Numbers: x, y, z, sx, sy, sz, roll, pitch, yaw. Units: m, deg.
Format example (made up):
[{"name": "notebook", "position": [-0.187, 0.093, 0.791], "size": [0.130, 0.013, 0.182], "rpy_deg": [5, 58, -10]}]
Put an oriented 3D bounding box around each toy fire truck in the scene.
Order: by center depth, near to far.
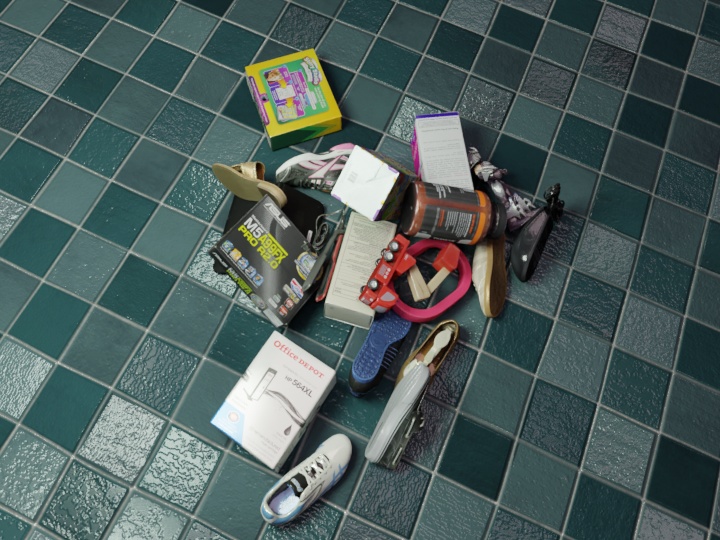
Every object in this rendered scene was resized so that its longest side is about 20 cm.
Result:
[{"name": "toy fire truck", "position": [0.095, 0.010, 1.157], "size": [0.140, 0.049, 0.202], "rpy_deg": [34, 63, -8]}]

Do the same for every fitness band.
[{"name": "fitness band", "position": [0.135, 0.018, 1.219], "size": [0.198, 0.038, 0.145], "rpy_deg": [-33, 80, -26]}]

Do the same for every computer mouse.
[{"name": "computer mouse", "position": [0.357, -0.073, 1.252], "size": [0.052, 0.138, 0.203], "rpy_deg": [23, 80, 27]}]

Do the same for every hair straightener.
[{"name": "hair straightener", "position": [-0.074, -0.044, 1.186], "size": [0.076, 0.041, 0.203], "rpy_deg": [32, 61, -22]}]

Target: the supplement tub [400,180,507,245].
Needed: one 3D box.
[{"name": "supplement tub", "position": [0.184, -0.108, 1.184], "size": [0.195, 0.107, 0.109], "rpy_deg": [8, 66, -12]}]

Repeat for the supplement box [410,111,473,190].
[{"name": "supplement box", "position": [0.173, -0.223, 1.303], "size": [0.101, 0.102, 0.205], "rpy_deg": [-6, 67, -5]}]

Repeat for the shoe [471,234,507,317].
[{"name": "shoe", "position": [0.263, 0.000, 1.246], "size": [0.069, 0.053, 0.205], "rpy_deg": [26, 63, -40]}]

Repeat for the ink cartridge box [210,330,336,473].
[{"name": "ink cartridge box", "position": [-0.154, 0.236, 1.106], "size": [0.144, 0.085, 0.202], "rpy_deg": [31, 70, 10]}]

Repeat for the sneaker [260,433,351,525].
[{"name": "sneaker", "position": [-0.090, 0.366, 1.063], "size": [0.199, 0.073, 0.072], "rpy_deg": [-40, 73, -18]}]

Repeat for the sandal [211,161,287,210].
[{"name": "sandal", "position": [-0.212, -0.188, 1.246], "size": [0.209, 0.078, 0.070], "rpy_deg": [26, 60, 34]}]

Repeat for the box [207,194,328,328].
[{"name": "box", "position": [-0.170, -0.018, 1.167], "size": [0.201, 0.044, 0.161], "rpy_deg": [49, 57, -12]}]

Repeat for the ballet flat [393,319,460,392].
[{"name": "ballet flat", "position": [0.129, 0.170, 1.153], "size": [0.067, 0.073, 0.201], "rpy_deg": [37, 71, 13]}]

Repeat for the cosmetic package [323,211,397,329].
[{"name": "cosmetic package", "position": [0.000, 0.000, 1.209], "size": [0.101, 0.088, 0.204], "rpy_deg": [16, 67, 1]}]

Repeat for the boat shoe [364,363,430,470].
[{"name": "boat shoe", "position": [0.082, 0.266, 1.099], "size": [0.070, 0.072, 0.203], "rpy_deg": [28, 98, -9]}]

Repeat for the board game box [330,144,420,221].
[{"name": "board game box", "position": [0.036, -0.170, 1.209], "size": [0.102, 0.200, 0.106], "rpy_deg": [33, 104, 11]}]

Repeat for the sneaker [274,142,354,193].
[{"name": "sneaker", "position": [-0.087, -0.204, 1.299], "size": [0.196, 0.080, 0.088], "rpy_deg": [-19, 80, -4]}]

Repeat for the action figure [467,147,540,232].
[{"name": "action figure", "position": [0.293, -0.183, 1.295], "size": [0.201, 0.069, 0.130], "rpy_deg": [53, 30, 5]}]

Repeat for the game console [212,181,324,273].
[{"name": "game console", "position": [-0.188, -0.069, 1.268], "size": [0.173, 0.116, 0.204], "rpy_deg": [23, 65, -26]}]

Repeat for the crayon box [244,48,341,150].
[{"name": "crayon box", "position": [-0.153, -0.391, 1.381], "size": [0.169, 0.059, 0.204], "rpy_deg": [-18, 70, -11]}]

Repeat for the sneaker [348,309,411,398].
[{"name": "sneaker", "position": [0.033, 0.155, 1.163], "size": [0.069, 0.079, 0.200], "rpy_deg": [31, 48, 13]}]
